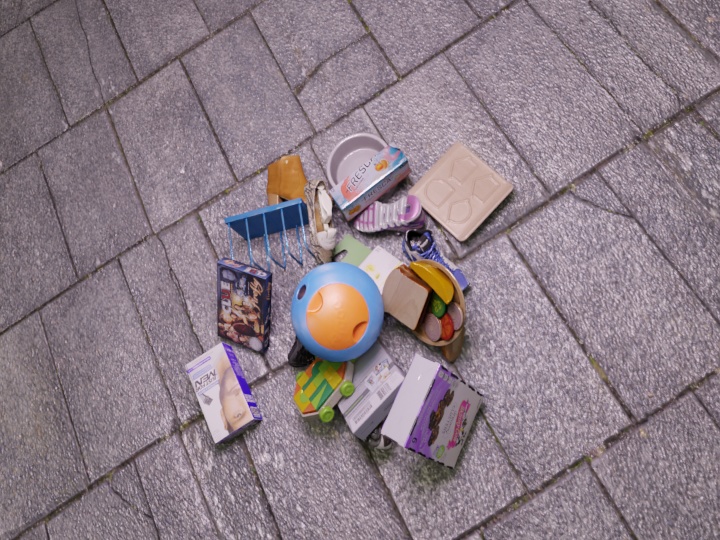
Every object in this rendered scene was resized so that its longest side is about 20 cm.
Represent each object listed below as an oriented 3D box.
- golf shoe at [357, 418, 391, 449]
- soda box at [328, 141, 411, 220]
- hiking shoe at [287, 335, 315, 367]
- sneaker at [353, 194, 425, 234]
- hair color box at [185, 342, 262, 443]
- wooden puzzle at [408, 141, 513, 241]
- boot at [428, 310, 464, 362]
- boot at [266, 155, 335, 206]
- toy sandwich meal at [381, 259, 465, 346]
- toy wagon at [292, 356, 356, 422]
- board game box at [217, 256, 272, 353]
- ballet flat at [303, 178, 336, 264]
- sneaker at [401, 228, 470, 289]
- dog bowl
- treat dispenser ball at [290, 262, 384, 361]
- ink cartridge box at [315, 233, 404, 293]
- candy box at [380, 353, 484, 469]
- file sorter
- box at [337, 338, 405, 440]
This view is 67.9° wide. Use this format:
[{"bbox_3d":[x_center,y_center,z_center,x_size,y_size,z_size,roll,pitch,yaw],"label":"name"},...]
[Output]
[{"bbox_3d":[0.038,0.297,1.188,0.076,0.094,0.204,-23,43,33],"label":"golf shoe"},{"bbox_3d":[0.023,-0.211,1.275,0.198,0.069,0.064,-38,67,-1],"label":"soda box"},{"bbox_3d":[-0.116,0.131,1.270,0.100,0.075,0.203,30,85,48],"label":"hiking shoe"},{"bbox_3d":[0.075,-0.123,1.300,0.195,0.088,0.083,-4,71,34],"label":"sneaker"},{"bbox_3d":[-0.324,0.288,1.265,0.108,0.065,0.203,-30,71,1],"label":"hair color box"},{"bbox_3d":[0.242,-0.190,1.302,0.185,0.046,0.200,-44,66,-4],"label":"wooden puzzle"},{"bbox_3d":[0.159,0.096,1.218,0.142,0.070,0.208,10,113,45],"label":"boot"},{"bbox_3d":[-0.153,-0.226,1.367,0.195,0.071,0.149,-5,76,18],"label":"boot"},{"bbox_3d":[0.132,0.069,1.135,0.202,0.069,0.212,17,114,43],"label":"toy sandwich meal"},{"bbox_3d":[-0.068,0.230,1.180,0.201,0.039,0.155,-51,36,-2],"label":"toy wagon"},{"bbox_3d":[-0.276,0.083,1.265,0.132,0.035,0.205,16,118,17],"label":"board game box"},{"bbox_3d":[-0.089,-0.117,1.259,0.074,0.066,0.207,-9,90,53],"label":"ballet flat"},{"bbox_3d":[0.160,-0.024,1.229,0.080,0.115,0.200,-41,70,-2],"label":"sneaker"},{"bbox_3d":[0.002,-0.257,1.362,0.193,0.059,0.207,-3,73,10],"label":"dog bowl"},{"bbox_3d":[-0.048,0.086,1.120,0.194,0.201,0.207,-3,72,10],"label":"treat dispenser ball"},{"bbox_3d":[0.000,0.000,1.271,0.198,0.048,0.146,36,66,18],"label":"ink cartridge box"},{"bbox_3d":[0.152,0.290,1.089,0.071,0.199,0.171,15,74,46],"label":"candy box"},{"bbox_3d":[-0.209,-0.073,1.312,0.194,0.139,0.126,-14,75,7],"label":"file sorter"},{"bbox_3d":[0.010,0.238,1.158,0.156,0.041,0.200,-46,36,2],"label":"box"}]
